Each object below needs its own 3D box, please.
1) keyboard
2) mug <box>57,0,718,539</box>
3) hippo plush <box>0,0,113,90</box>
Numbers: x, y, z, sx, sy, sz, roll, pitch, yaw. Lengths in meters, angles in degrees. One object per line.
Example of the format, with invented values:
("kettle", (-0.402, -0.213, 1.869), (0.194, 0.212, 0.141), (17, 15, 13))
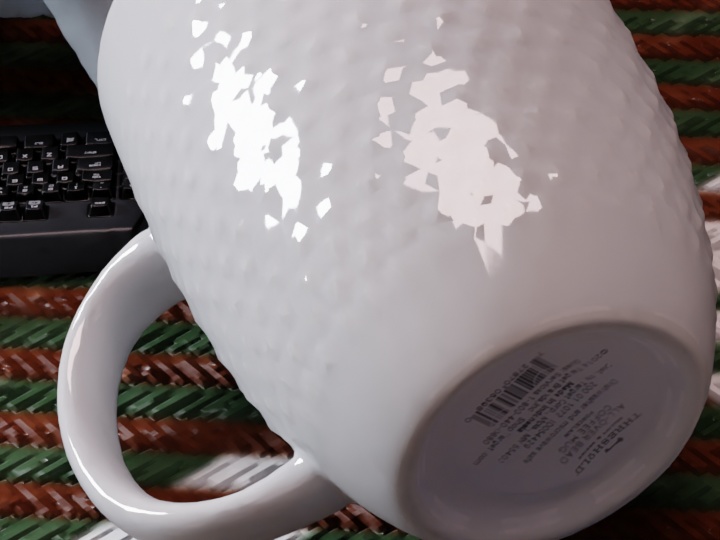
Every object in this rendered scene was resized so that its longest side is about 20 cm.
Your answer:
("keyboard", (-0.163, -0.024, 0.940), (0.199, 0.040, 0.104), (-4, 38, 0))
("mug", (0.000, 0.000, 0.835), (0.200, 0.148, 0.176), (-35, 48, 9))
("hippo plush", (-0.126, -0.102, 0.979), (0.160, 0.160, 0.200), (-19, 6, 28))
